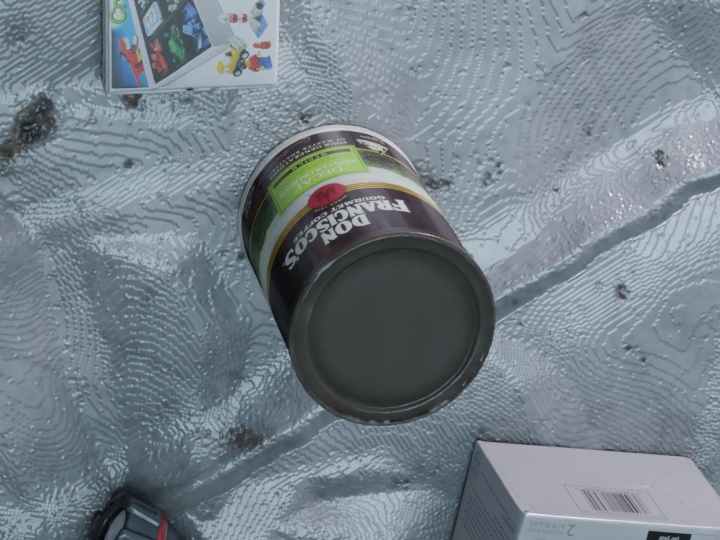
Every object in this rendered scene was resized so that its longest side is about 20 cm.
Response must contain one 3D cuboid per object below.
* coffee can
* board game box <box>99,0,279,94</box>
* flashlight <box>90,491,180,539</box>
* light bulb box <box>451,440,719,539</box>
[{"bbox_3d":[0.000,0.000,1.662,0.145,0.200,0.148,-6,116,-12],"label":"coffee can"},{"bbox_3d":[-0.118,-0.224,1.619,0.125,0.035,0.202,-3,115,-14],"label":"board game box"},{"bbox_3d":[-0.119,0.244,1.823,0.199,0.068,0.068,30,109,-24],"label":"flashlight"},{"bbox_3d":[0.177,0.259,1.875,0.197,0.125,0.202,5,112,-17],"label":"light bulb box"}]
